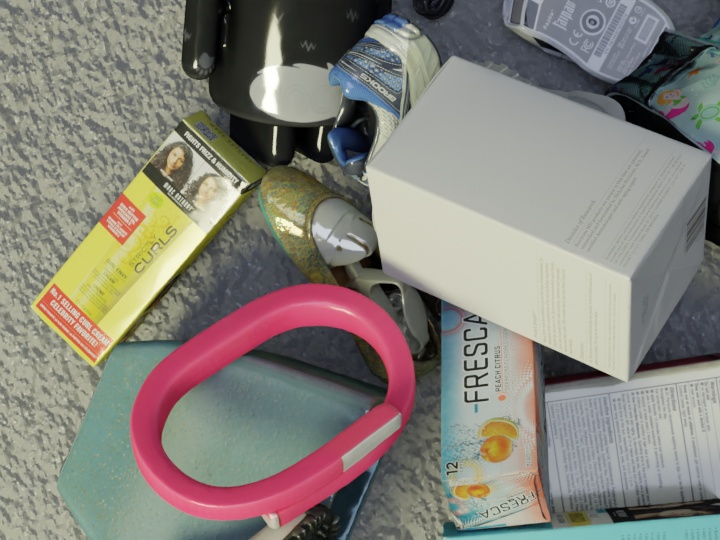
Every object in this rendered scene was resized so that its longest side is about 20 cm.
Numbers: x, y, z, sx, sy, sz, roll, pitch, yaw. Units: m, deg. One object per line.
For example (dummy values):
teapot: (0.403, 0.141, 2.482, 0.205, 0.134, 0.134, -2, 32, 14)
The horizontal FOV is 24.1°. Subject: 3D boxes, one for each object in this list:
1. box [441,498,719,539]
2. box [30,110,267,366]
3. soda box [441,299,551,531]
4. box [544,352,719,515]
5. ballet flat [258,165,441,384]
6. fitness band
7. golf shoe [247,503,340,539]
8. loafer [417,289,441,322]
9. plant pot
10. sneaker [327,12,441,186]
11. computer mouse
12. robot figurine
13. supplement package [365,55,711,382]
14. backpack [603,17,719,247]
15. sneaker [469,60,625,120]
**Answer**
box: (0.157, 0.194, 1.162, 0.199, 0.082, 0.049, -6, 89, 3)
box: (-0.162, -0.023, 1.285, 0.075, 0.050, 0.200, 44, 110, 2)
soda box: (0.093, 0.080, 1.178, 0.068, 0.064, 0.201, -7, 47, 11)
box: (0.216, 0.134, 1.255, 0.199, 0.109, 0.129, -8, 88, 3)
ballet flat: (0.000, 0.000, 1.264, 0.070, 0.071, 0.201, -32, 110, 2)
fitness band: (-0.055, 0.088, 1.114, 0.199, 0.038, 0.144, -32, 56, -22)
golf shoe: (-0.103, 0.212, 1.104, 0.200, 0.077, 0.088, -43, 61, 0)
loafer: (0.135, -0.005, 1.291, 0.199, 0.073, 0.072, -11, 95, 9)
plant pot: (-0.102, 0.143, 1.240, 0.199, 0.196, 0.197, 24, 90, 9)
sneaker: (0.015, -0.092, 1.245, 0.085, 0.201, 0.077, -36, 47, -22)
computer mouse: (0.149, -0.203, 1.304, 0.199, 0.044, 0.110, 30, 97, 5)
robot figurine: (-0.052, -0.182, 1.263, 0.124, 0.150, 0.201, 10, 111, 13)
supplement package: (0.121, -0.038, 1.146, 0.199, 0.122, 0.120, 24, 60, 23)
backpack: (0.282, -0.087, 1.199, 0.150, 0.200, 0.178, -42, 108, 5)
sneaker: (0.121, -0.097, 1.264, 0.200, 0.081, 0.076, 27, 69, 42)
